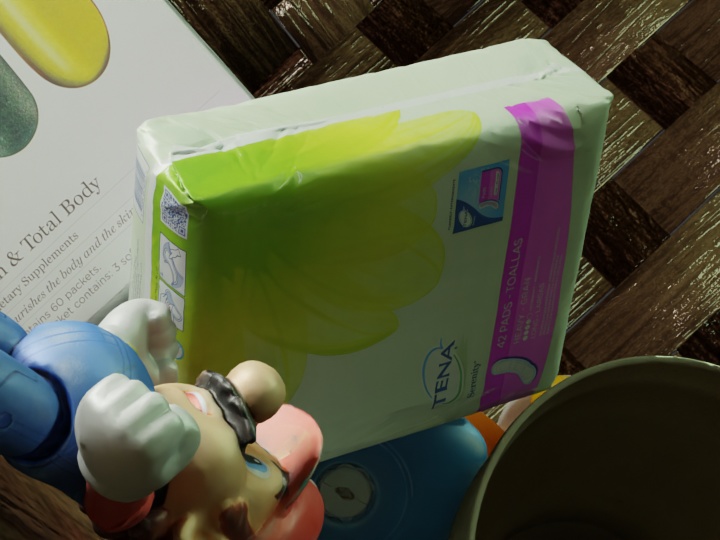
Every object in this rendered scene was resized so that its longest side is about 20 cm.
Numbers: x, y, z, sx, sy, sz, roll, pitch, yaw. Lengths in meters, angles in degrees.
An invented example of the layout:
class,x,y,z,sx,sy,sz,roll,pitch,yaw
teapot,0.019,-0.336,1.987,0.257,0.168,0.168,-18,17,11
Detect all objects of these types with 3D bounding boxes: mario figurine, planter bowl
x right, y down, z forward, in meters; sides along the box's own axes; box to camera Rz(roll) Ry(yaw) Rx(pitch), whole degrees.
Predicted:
class,x,y,z,sx,sy,sz,roll,pitch,yaw
mario figurine,-0.076,0.036,0.620,0.200,0.105,0.124,39,41,-40
planter bowl,0.119,0.155,0.840,0.200,0.200,0.135,48,-27,5

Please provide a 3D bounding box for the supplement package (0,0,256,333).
class,x,y,z,sx,sy,sz,roll,pitch,yaw
supplement package,-0.135,-0.062,0.847,0.200,0.152,0.151,48,1,14

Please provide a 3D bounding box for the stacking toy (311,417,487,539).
class,x,y,z,sx,sy,sz,roll,pitch,yaw
stacking toy,-0.007,0.080,0.936,0.115,0.111,0.200,23,10,-4

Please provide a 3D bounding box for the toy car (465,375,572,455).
class,x,y,z,sx,sy,sz,roll,pitch,yaw
toy car,0.089,0.162,1.038,0.175,0.148,0.202,-64,142,-76

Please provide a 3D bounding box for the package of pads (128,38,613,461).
class,x,y,z,sx,sy,sz,roll,pitch,yaw
package of pads,0.000,0.000,0.768,0.068,0.198,0.156,47,-39,42
